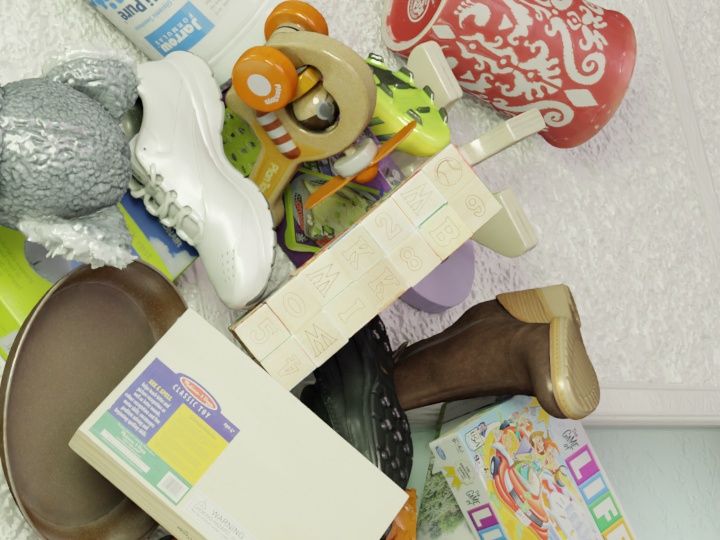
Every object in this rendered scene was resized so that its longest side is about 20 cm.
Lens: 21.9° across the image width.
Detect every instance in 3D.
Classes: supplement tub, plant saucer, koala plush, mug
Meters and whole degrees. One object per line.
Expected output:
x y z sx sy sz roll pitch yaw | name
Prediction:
-0.153 -0.242 1.385 0.200 0.132 0.132 42 47 -20 | supplement tub
-0.175 0.090 1.231 0.200 0.032 0.202 -7 98 -56 | plant saucer
-0.231 -0.073 1.152 0.198 0.184 0.179 8 65 -16 | koala plush
0.117 -0.209 1.659 0.199 0.177 0.134 21 93 -30 | mug

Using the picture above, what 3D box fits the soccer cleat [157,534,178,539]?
-0.142 0.256 1.212 0.200 0.069 0.087 -51 123 -42 | soccer cleat

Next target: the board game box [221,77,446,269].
-0.031 -0.067 1.425 0.201 0.120 0.032 54 40 -11 | board game box

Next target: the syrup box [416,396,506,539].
0.099 0.193 1.453 0.081 0.079 0.201 34 50 -28 | syrup box

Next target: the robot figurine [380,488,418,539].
-0.012 0.237 1.341 0.144 0.058 0.201 29 52 -30 | robot figurine

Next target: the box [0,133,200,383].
-0.193 -0.017 1.300 0.122 0.048 0.200 53 45 -11 | box

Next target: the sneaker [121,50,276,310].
-0.125 -0.059 1.309 0.087 0.074 0.201 -11 67 -41 | sneaker

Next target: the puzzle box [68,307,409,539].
-0.077 0.131 1.221 0.200 0.025 0.133 41 49 1 | puzzle box

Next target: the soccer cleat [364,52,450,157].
-0.015 -0.131 1.445 0.199 0.084 0.065 33 24 24 | soccer cleat

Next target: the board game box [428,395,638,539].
0.145 0.192 1.414 0.134 0.034 0.201 -27 90 -47 | board game box

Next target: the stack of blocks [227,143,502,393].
0.000 0.000 1.326 0.200 0.115 0.059 -40 93 -6 | stack of blocks

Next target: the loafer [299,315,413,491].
-0.008 0.099 1.365 0.068 0.070 0.201 50 18 -37 | loafer

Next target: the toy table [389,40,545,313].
0.063 -0.078 1.523 0.201 0.117 0.184 55 44 -7 | toy table

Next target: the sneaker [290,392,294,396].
-0.083 0.151 1.307 0.077 0.085 0.201 22 34 -30 | sneaker

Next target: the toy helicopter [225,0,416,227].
-0.044 -0.090 1.366 0.132 0.200 0.079 30 44 -1 | toy helicopter

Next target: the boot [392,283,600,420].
0.089 0.083 1.392 0.200 0.165 0.073 -84 150 -70 | boot
